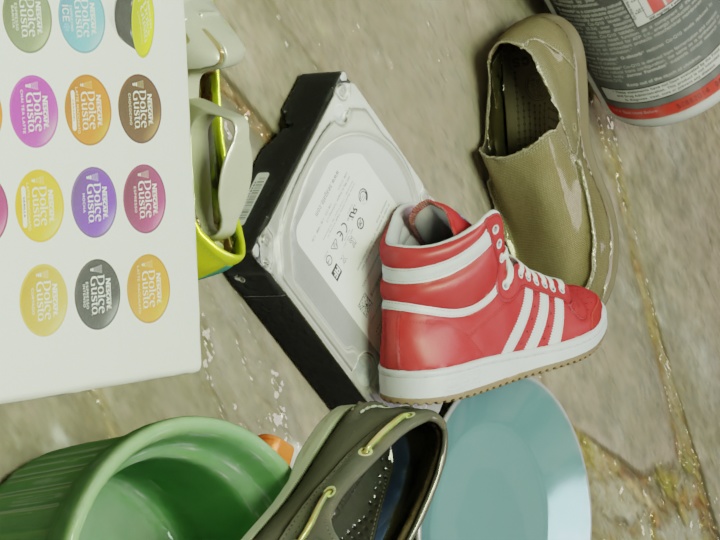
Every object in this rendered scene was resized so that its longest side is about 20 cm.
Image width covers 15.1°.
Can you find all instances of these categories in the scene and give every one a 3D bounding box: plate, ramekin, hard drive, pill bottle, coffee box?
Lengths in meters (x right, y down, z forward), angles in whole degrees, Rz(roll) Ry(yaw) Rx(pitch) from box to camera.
[{"bbox_3d":[0.085,0.163,1.717,0.200,0.025,0.201,4,85,-54],"label":"plate"},{"bbox_3d":[-0.112,0.176,1.373,0.200,0.097,0.201,11,76,-48],"label":"ramekin"},{"bbox_3d":[0.000,0.000,1.596,0.200,0.038,0.140,55,48,-38],"label":"hard drive"},{"bbox_3d":[0.171,-0.200,1.766,0.200,0.116,0.116,56,47,-37],"label":"pill bottle"},{"bbox_3d":[-0.207,-0.046,1.177,0.197,0.199,0.201,-6,94,-54],"label":"coffee box"}]

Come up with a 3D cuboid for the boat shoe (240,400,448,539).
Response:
[{"bbox_3d":[-0.017,0.146,1.364,0.072,0.060,0.202,52,48,-29],"label":"boat shoe"}]

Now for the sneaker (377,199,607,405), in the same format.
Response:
[{"bbox_3d":[0.081,0.005,1.614,0.200,0.071,0.113,-18,107,-50],"label":"sneaker"}]

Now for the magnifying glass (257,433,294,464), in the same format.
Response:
[{"bbox_3d":[-0.073,0.187,1.504,0.080,0.022,0.201,38,58,-45],"label":"magnifying glass"}]

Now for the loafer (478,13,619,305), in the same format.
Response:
[{"bbox_3d":[0.111,-0.063,1.723,0.067,0.076,0.201,-5,83,-53],"label":"loafer"}]

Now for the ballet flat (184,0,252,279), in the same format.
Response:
[{"bbox_3d":[-0.090,-0.094,1.449,0.067,0.067,0.201,-11,98,-53],"label":"ballet flat"}]
